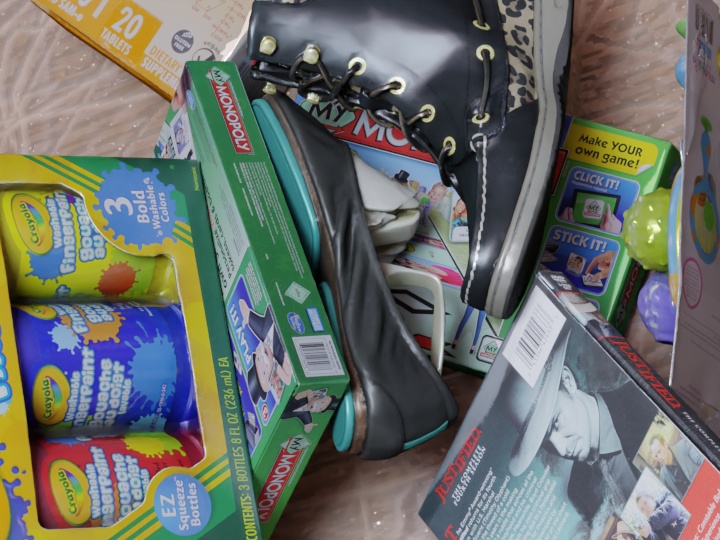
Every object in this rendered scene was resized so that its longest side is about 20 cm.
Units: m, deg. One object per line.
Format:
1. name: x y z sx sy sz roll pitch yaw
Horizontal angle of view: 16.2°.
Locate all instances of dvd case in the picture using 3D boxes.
1. dvd case: 0.109 0.116 1.116 0.200 0.022 0.146 48 125 39

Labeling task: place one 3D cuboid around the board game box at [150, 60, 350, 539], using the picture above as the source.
1. board game box: -0.066 0.015 1.235 0.029 0.135 0.200 -3 52 -24

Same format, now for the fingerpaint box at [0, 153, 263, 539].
1. fingerpaint box: -0.146 0.048 1.176 0.073 0.167 0.200 -37 58 54

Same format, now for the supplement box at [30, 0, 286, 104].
1. supplement box: -0.062 -0.183 1.334 0.126 0.074 0.200 35 89 25

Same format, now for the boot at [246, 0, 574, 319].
1. boot: 0.018 -0.074 1.194 0.153 0.074 0.204 9 56 1

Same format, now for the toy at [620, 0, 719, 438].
1. toy: 0.153 -0.023 1.185 0.047 0.115 0.200 1 75 28

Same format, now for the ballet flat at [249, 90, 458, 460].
1. ballet flat: 0.000 0.000 1.213 0.068 0.068 0.200 -8 64 -16

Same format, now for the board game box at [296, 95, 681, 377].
1. board game box: 0.045 -0.022 1.264 0.200 0.029 0.135 16 82 24
